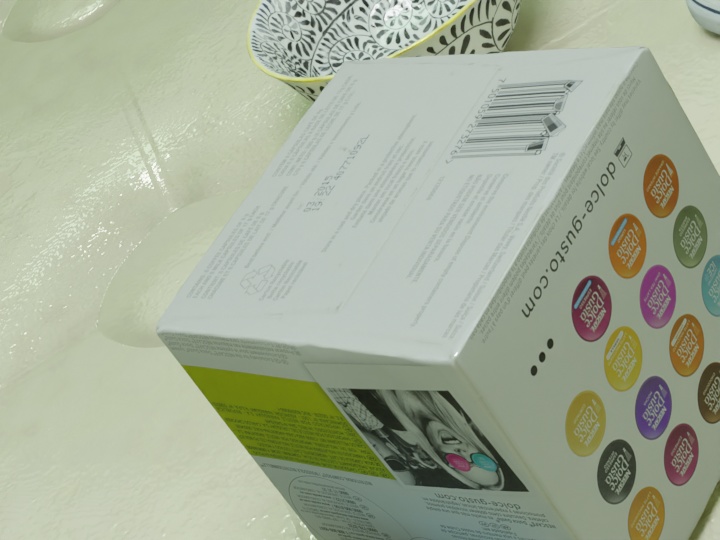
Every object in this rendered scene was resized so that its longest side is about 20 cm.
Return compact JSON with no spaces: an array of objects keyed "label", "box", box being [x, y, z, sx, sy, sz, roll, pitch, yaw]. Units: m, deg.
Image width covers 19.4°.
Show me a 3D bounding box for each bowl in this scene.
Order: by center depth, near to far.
[{"label":"bowl","box":[0.033,-0.159,1.400,0.200,0.094,0.201,-22,34,16]}]

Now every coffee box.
[{"label":"coffee box","box":[0.062,0.029,1.045,0.200,0.198,0.200,2,48,44]}]

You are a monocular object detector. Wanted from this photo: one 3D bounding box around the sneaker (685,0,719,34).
[{"label":"sneaker","box":[0.279,-0.186,1.253,0.199,0.071,0.073,-1,45,38]}]
